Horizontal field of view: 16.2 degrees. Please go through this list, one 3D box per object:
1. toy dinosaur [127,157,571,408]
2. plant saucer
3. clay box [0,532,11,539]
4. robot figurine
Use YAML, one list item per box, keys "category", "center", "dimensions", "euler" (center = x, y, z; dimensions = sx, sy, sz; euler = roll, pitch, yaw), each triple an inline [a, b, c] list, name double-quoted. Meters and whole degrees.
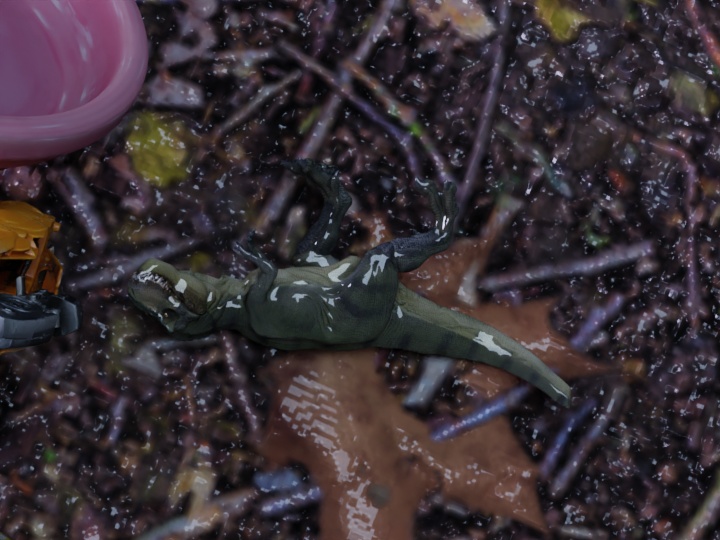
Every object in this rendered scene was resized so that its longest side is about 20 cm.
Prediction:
- category: "toy dinosaur"
  center: [0.000, 0.000, 1.103]
  dimensions: [0.199, 0.047, 0.088]
  euler: [10, 86, -8]
- category: "plant saucer"
  center: [-0.188, -0.109, 1.056]
  dimensions: [0.200, 0.051, 0.201]
  euler: [23, 35, -17]
- category: "clay box"
  center: [-0.229, 0.125, 0.946]
  dimensions: [0.200, 0.115, 0.048]
  euler: [-4, 106, -34]
- category: "robot figurine"
  center: [-0.177, 0.000, 0.987]
  dimensions: [0.145, 0.200, 0.058]
  euler: [18, 101, -4]
